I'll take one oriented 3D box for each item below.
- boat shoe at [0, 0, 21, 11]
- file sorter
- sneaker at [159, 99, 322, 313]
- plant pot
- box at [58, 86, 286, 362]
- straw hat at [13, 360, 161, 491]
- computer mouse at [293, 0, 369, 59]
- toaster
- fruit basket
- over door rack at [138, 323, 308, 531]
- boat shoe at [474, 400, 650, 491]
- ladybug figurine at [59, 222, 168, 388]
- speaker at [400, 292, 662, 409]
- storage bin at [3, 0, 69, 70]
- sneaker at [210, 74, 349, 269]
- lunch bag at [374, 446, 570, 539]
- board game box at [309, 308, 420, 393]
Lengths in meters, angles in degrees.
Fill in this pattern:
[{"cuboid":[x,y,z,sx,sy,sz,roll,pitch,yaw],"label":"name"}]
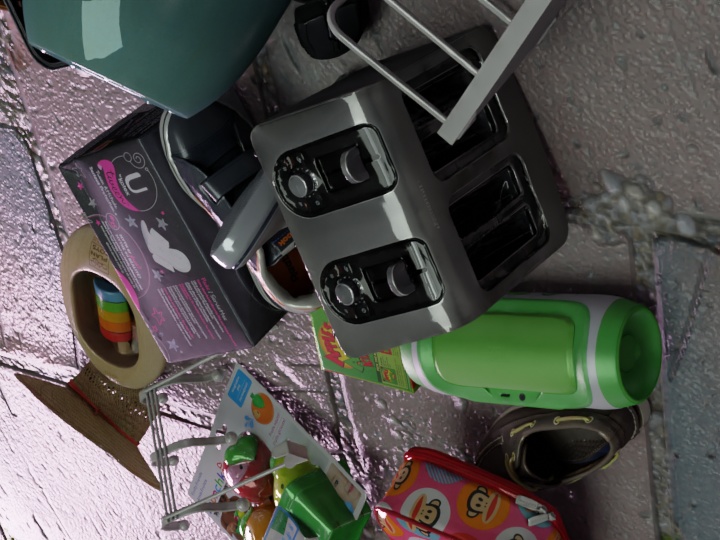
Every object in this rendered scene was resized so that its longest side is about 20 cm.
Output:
[{"cuboid":[-0.353,-0.283,1.239,0.199,0.068,0.073,26,135,23],"label":"boat shoe"},{"cuboid":[0.082,-0.211,0.863,0.124,0.139,0.200,38,138,4],"label":"file sorter"},{"cuboid":[-0.081,-0.053,1.098,0.201,0.078,0.079,56,164,-19],"label":"sneaker"},{"cuboid":[-0.145,-0.205,0.980,0.199,0.200,0.162,25,91,24],"label":"plant pot"},{"cuboid":[-0.137,-0.044,1.193,0.114,0.132,0.202,-10,114,40],"label":"box"},{"cuboid":[-0.260,0.137,1.463,0.200,0.085,0.201,38,173,5],"label":"straw hat"},{"cuboid":[-0.021,-0.182,0.977,0.200,0.058,0.034,60,-166,-86],"label":"computer mouse"},{"cuboid":[0.044,-0.060,0.996,0.118,0.200,0.183,-13,105,42],"label":"toaster"},{"cuboid":[-0.092,0.224,1.378,0.199,0.093,0.187,38,124,22],"label":"fruit basket"},{"cuboid":[-0.126,0.148,1.326,0.199,0.066,0.149,-33,60,34],"label":"over door rack"},{"cuboid":[0.153,0.147,1.147,0.072,0.060,0.200,51,139,-5],"label":"boat shoe"},{"cuboid":[-0.230,0.026,1.370,0.135,0.072,0.202,26,135,22],"label":"ladybug figurine"},{"cuboid":[0.130,0.060,1.082,0.198,0.088,0.089,1,122,40],"label":"speaker"},{"cuboid":[-0.233,-0.278,1.122,0.134,0.094,0.202,-3,120,41],"label":"storage bin"},{"cuboid":[-0.036,-0.066,1.042,0.071,0.201,0.073,41,148,-8],"label":"sneaker"},{"cuboid":[0.117,0.240,1.191,0.175,0.082,0.201,19,156,30],"label":"lunch bag"},{"cuboid":[0.000,0.000,1.173,0.101,0.048,0.202,12,127,35],"label":"board game box"}]
